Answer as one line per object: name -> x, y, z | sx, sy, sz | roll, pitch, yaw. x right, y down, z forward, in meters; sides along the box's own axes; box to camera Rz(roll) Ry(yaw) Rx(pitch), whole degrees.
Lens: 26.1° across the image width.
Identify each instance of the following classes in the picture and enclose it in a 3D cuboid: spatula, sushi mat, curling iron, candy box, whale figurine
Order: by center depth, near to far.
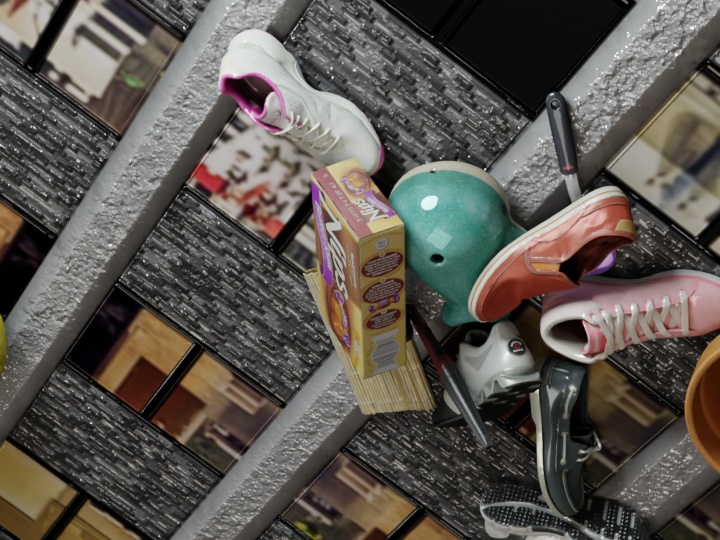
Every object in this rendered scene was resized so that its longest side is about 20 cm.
spatula -> 0.214, -0.086, 1.558 | 0.056, 0.021, 0.200 | -7, 118, 18
whale figurine -> 0.096, -0.012, 1.598 | 0.159, 0.104, 0.200 | -5, 125, 18
candy box -> 0.000, 0.000, 1.599 | 0.056, 0.117, 0.200 | -19, 136, -16
curling iron -> 0.083, 0.112, 1.662 | 0.200, 0.050, 0.026 | 54, 169, 24
sushi mat -> 0.012, 0.077, 1.747 | 0.095, 0.012, 0.200 | -9, 118, 26

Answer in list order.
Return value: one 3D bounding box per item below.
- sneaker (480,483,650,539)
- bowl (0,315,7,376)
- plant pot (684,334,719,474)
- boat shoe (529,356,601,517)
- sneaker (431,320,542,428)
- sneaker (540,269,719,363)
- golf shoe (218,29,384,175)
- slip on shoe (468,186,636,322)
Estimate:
sneaker -> 0.236, 0.302, 1.784 | 0.200, 0.074, 0.080 | 14, 140, 17
bowl -> -0.502, 0.064, 1.874 | 0.200, 0.108, 0.201 | 10, 125, 15
plant pot -> 0.429, 0.107, 1.529 | 0.200, 0.140, 0.200 | 10, 124, 15
boat shoe -> 0.229, 0.186, 1.700 | 0.062, 0.073, 0.200 | 0, 117, 25
sneaker -> 0.131, 0.114, 1.696 | 0.200, 0.074, 0.089 | -45, 56, 55
sneaker -> 0.277, 0.053, 1.575 | 0.200, 0.105, 0.076 | 2, 120, 19
golf shoe -> -0.065, -0.154, 1.578 | 0.200, 0.092, 0.075 | 38, 126, -8
slip on shoe -> 0.189, -0.005, 1.547 | 0.200, 0.061, 0.074 | -36, 148, 22
